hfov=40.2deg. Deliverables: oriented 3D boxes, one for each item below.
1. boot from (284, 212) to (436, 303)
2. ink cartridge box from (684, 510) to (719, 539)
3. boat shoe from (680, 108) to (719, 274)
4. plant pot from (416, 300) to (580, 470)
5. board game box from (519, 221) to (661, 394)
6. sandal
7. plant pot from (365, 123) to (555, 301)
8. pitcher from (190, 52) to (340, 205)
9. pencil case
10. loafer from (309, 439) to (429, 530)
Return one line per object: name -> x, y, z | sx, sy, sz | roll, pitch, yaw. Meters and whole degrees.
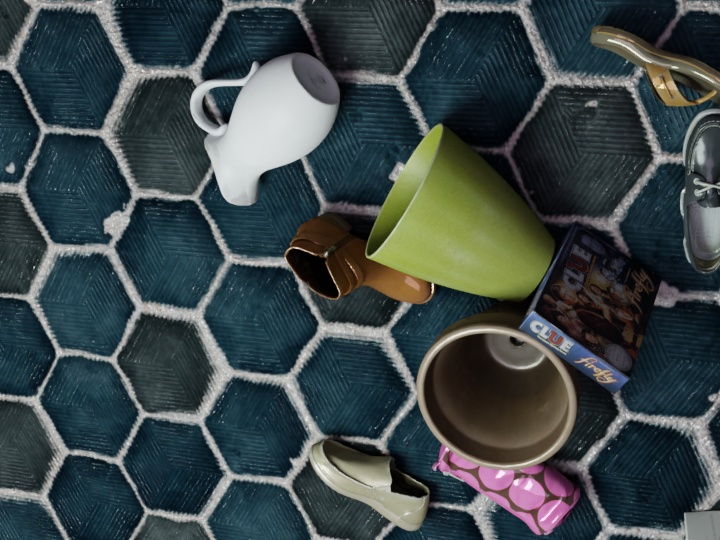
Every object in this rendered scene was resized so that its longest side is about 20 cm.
boot -> 0.000, 0.000, 1.285 | 0.199, 0.155, 0.077 | 38, 114, 1
ink cartridge box -> 0.506, 0.397, 1.285 | 0.197, 0.125, 0.131 | -7, 106, 18
boat shoe -> 0.414, -0.088, 1.156 | 0.074, 0.061, 0.202 | -1, 125, 22
plant pot -> 0.186, 0.124, 1.258 | 0.197, 0.175, 0.203 | 7, 114, 16
board game box -> 0.282, 0.039, 1.192 | 0.134, 0.201, 0.035 | 33, 133, 2
sandal -> 0.352, -0.225, 1.147 | 0.198, 0.080, 0.055 | 28, 97, 12
plant pot -> 0.137, -0.051, 1.232 | 0.198, 0.188, 0.188 | 29, 114, -9
pitcher -> -0.132, -0.209, 1.284 | 0.199, 0.121, 0.173 | -38, 85, 35
pencil case -> 0.201, 0.285, 1.361 | 0.198, 0.091, 0.094 | 32, 79, 6
loafer -> 0.018, 0.297, 1.428 | 0.198, 0.076, 0.069 | 31, 113, -6
